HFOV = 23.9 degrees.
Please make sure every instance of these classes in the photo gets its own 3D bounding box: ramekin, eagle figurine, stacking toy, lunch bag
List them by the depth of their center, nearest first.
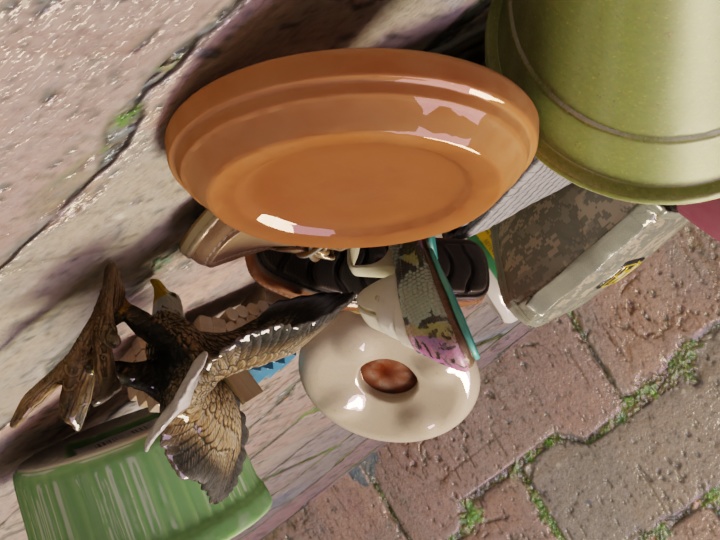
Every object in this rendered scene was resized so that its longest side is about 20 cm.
[{"bbox_3d":[-0.099,0.062,1.098,0.199,0.152,0.151,22,153,-39],"label":"eagle figurine"},{"bbox_3d":[-0.179,0.173,1.353,0.198,0.098,0.200,-19,-175,2],"label":"ramekin"},{"bbox_3d":[0.036,0.027,1.396,0.146,0.146,0.201,-43,-157,39],"label":"stacking toy"},{"bbox_3d":[0.196,-0.052,1.435,0.164,0.117,0.201,-41,-159,29],"label":"lunch bag"}]

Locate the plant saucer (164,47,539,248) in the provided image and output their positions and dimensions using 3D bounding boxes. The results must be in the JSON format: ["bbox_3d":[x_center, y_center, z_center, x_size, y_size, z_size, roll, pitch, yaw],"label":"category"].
[{"bbox_3d":[-0.004,-0.056,0.897,0.198,0.038,0.200,-3,160,-1],"label":"plant saucer"}]

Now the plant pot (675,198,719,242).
[{"bbox_3d":[0.223,-0.140,1.048,0.200,0.179,0.200,-47,165,-17],"label":"plant pot"}]

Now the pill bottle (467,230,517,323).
[{"bbox_3d":[0.194,-0.047,1.671,0.199,0.113,0.113,-35,170,0],"label":"pill bottle"}]

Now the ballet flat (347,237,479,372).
[{"bbox_3d":[0.028,-0.002,1.159,0.071,0.201,0.069,-17,138,3],"label":"ballet flat"}]

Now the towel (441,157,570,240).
[{"bbox_3d":[0.139,-0.116,1.257,0.165,0.086,0.200,-28,169,-30],"label":"towel"}]

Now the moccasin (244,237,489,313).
[{"bbox_3d":[0.000,-0.002,1.246,0.200,0.074,0.078,-1,165,-39],"label":"moccasin"}]

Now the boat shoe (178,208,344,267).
[{"bbox_3d":[-0.026,-0.043,1.090,0.199,0.065,0.071,-29,168,-35],"label":"boat shoe"}]

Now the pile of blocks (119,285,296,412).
[{"bbox_3d":[-0.108,0.074,1.318,0.199,0.082,0.062,-25,166,-47],"label":"pile of blocks"}]

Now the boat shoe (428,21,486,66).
[{"bbox_3d":[0.045,-0.108,1.039,0.201,0.074,0.065,-24,129,-37],"label":"boat shoe"}]

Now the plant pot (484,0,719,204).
[{"bbox_3d":[0.157,-0.164,0.860,0.199,0.201,0.190,-34,158,-7],"label":"plant pot"}]
